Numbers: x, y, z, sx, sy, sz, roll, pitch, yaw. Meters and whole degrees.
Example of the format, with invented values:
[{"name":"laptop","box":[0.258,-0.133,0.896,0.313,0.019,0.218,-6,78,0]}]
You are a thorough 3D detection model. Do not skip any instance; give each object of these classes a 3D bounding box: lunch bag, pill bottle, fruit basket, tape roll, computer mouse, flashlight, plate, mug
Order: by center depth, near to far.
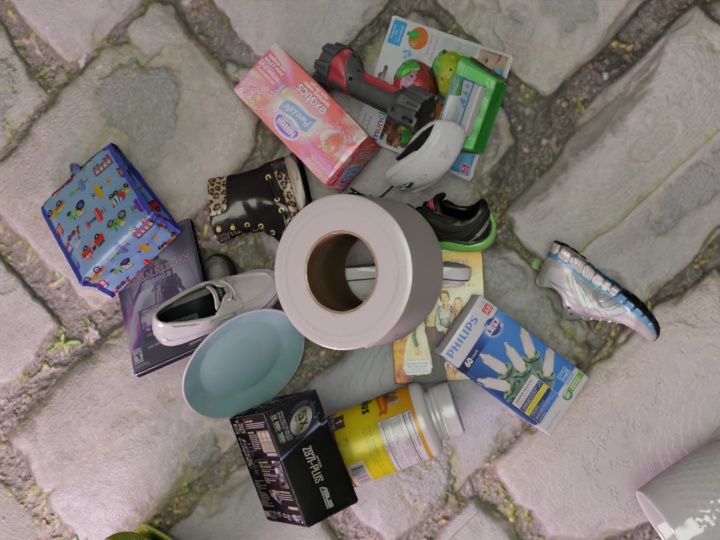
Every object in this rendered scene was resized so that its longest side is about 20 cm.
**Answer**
[{"name":"tape roll","box":[0.000,0.000,1.416,0.199,0.139,0.207,0,91,22]},{"name":"mug","box":[0.508,0.338,1.461,0.174,0.148,0.201,-34,117,-2]},{"name":"computer mouse","box":[0.074,-0.136,1.477,0.108,0.044,0.200,21,135,-27]},{"name":"flashlight","box":[0.024,-0.265,1.495,0.198,0.067,0.069,29,115,31]},{"name":"fruit basket","box":[0.101,-0.252,1.511,0.197,0.094,0.188,23,101,14]},{"name":"pill bottle","box":[0.048,0.233,1.514,0.197,0.109,0.111,-21,88,5]},{"name":"plate","box":[-0.172,0.131,1.515,0.200,0.200,0.026,-47,50,4]},{"name":"lunch bag","box":[-0.389,-0.089,1.563,0.150,0.094,0.201,-42,66,5]}]

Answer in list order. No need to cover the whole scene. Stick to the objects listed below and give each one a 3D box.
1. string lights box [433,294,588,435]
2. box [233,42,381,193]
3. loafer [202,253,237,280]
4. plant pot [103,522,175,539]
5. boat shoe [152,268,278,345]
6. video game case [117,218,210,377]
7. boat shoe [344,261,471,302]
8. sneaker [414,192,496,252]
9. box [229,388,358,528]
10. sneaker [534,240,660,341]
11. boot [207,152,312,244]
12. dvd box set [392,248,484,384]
[{"name":"string lights box","box":[0.215,0.134,1.499,0.199,0.059,0.104,36,87,-7]},{"name":"box","box":[-0.075,-0.219,1.515,0.095,0.103,0.200,-45,79,5]},{"name":"loafer","box":[-0.214,0.077,1.558,0.071,0.072,0.204,-2,90,7]},{"name":"plant pot","box":[-0.304,0.498,1.518,0.197,0.181,0.202,29,93,4]},{"name":"boat shoe","box":[-0.200,0.046,1.478,0.198,0.066,0.074,-27,70,-18]},{"name":"video game case","box":[-0.291,0.039,1.551,0.141,0.019,0.203,-23,67,12]},{"name":"boat shoe","box":[0.064,0.023,1.498,0.196,0.072,0.067,-2,95,14]},{"name":"sneaker","box":[0.095,-0.071,1.498,0.196,0.077,0.085,-5,120,4]},{"name":"box","box":[-0.099,0.265,1.478,0.085,0.200,0.166,-21,88,-23]},{"name":"sneaker","box":[0.339,0.048,1.508,0.199,0.075,0.087,37,105,10]},{"name":"boot","box":[-0.142,-0.063,1.549,0.148,0.073,0.204,-10,88,6]},{"name":"dvd box set","box":[0.115,0.062,1.544,0.143,0.029,0.204,-3,91,6]}]
